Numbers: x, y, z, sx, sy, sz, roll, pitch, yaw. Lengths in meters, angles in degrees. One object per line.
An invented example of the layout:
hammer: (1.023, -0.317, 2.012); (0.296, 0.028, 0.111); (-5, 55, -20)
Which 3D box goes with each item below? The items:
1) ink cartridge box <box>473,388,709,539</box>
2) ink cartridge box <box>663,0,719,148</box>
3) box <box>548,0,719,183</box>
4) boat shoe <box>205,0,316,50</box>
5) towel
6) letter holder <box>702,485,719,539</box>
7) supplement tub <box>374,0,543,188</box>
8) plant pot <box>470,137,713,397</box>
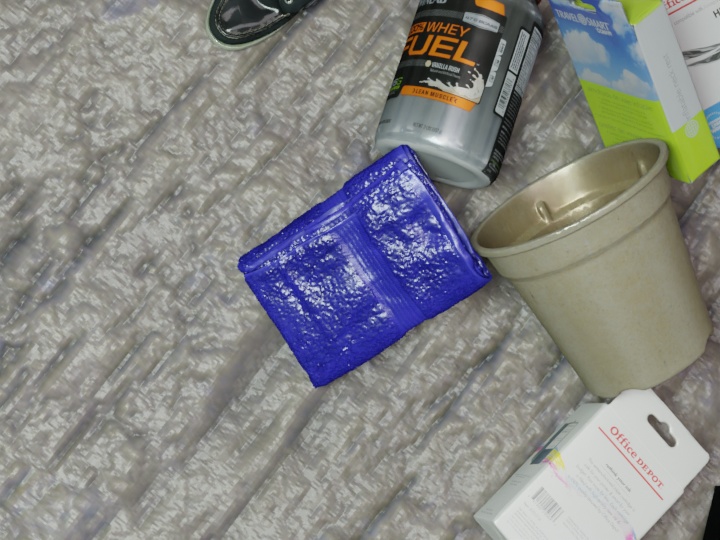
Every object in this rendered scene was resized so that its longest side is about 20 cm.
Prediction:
ink cartridge box: (0.220, 0.206, 1.416); (0.200, 0.067, 0.117); (-43, 95, -12)
ink cartridge box: (0.327, -0.223, 1.478); (0.115, 0.067, 0.201); (-29, 92, -13)
box: (0.251, -0.184, 1.391); (0.048, 0.122, 0.201); (-38, 122, -16)
boat shoe: (-0.061, -0.282, 1.393); (0.199, 0.066, 0.075); (-36, 94, -13)
towel: (0.000, 0.000, 1.348); (0.199, 0.050, 0.148); (-33, 92, 16)
letter holder: (0.401, 0.325, 1.433); (0.141, 0.101, 0.202); (18, 81, -13)
supplement tub: (0.097, -0.189, 1.394); (0.122, 0.122, 0.202); (20, 81, -11)
plant pot: (0.230, 0.007, 1.387); (0.200, 0.200, 0.184); (-33, 105, -14)
